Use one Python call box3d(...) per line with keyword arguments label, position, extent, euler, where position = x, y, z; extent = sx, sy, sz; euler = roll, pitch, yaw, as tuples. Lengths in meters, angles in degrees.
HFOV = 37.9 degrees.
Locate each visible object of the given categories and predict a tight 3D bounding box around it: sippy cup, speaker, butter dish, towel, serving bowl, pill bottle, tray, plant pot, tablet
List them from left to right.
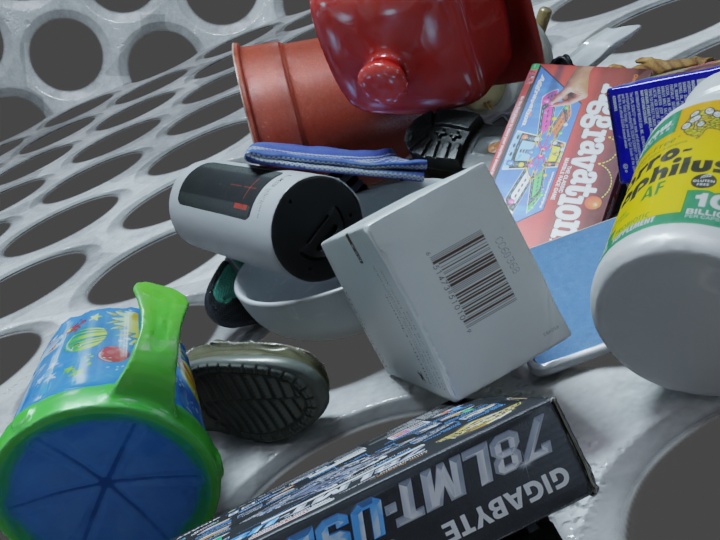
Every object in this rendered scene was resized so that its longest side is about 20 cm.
box3d(label="sippy cup", position=(-0.157, 0.095, 0.662), extent=(0.177, 0.140, 0.131), euler=(-29, 33, 10))
box3d(label="speaker", position=(-0.080, -0.043, 0.837), extent=(0.081, 0.082, 0.200), euler=(-33, 24, -23))
box3d(label="towel", position=(-0.026, -0.096, 0.892), extent=(0.144, 0.024, 0.200), euler=(4, 7, -6))
box3d(label="plant pot", position=(-0.017, -0.168, 1.121), extent=(0.194, 0.202, 0.201), euler=(-14, 21, 0))
box3d(label="serving bowl", position=(0.000, 0.000, 0.854), extent=(0.199, 0.066, 0.200), euler=(-20, 21, 8))
box3d(label="butter dish", position=(0.038, -0.203, 0.905), extent=(0.198, 0.201, 0.148), euler=(2, 49, 27))
box3d(label="tray", position=(0.172, -0.165, 0.994), extent=(0.200, 0.022, 0.107), euler=(-40, -2, 36))
box3d(label="tablet", position=(0.194, -0.002, 0.697), extent=(0.199, 0.014, 0.130), euler=(-20, 34, 7))
box3d(label="pill bottle", position=(0.211, -0.033, 0.613), extent=(0.112, 0.113, 0.200), euler=(-7, 35, 36))

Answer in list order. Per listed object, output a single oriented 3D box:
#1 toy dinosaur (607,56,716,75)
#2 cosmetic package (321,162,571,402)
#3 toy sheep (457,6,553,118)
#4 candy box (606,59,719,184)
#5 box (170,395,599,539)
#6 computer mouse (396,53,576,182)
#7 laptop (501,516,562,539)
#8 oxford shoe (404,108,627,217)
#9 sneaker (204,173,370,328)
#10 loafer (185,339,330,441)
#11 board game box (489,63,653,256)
box3d(label="toy dinosaur", position=(0.250, -0.175, 1.013), extent=(0.199, 0.061, 0.106), euler=(-30, 23, -15))
box3d(label="cosmetic package", position=(0.043, 0.008, 0.655), extent=(0.081, 0.113, 0.200), euler=(-28, 1, -10))
box3d(label="toy sheep", position=(0.150, -0.226, 1.143), extent=(0.137, 0.139, 0.200), euler=(-10, 13, 32))
box3d(label="candy box", position=(0.304, -0.123, 0.758), extent=(0.199, 0.078, 0.169), euler=(-6, 10, 35))
box3d(label="box", position=(-0.011, 0.120, 0.497), extent=(0.199, 0.050, 0.199), euler=(-25, -3, -10))
box3d(label="computer mouse", position=(0.122, -0.108, 0.954), extent=(0.199, 0.110, 0.044), euler=(-21, 4, 31))
box3d(label="laptop", position=(0.022, 0.187, 0.469), extent=(0.176, 0.104, 0.200), euler=(-25, -4, -4))
box3d(label="oxford shoe", position=(0.135, -0.076, 0.884), extent=(0.199, 0.085, 0.073), euler=(23, 63, 35))
box3d(label="sneaker", position=(-0.067, -0.007, 0.974), extent=(0.200, 0.074, 0.088), euler=(-41, -4, -27))
box3d(label="loafer", position=(-0.097, 0.076, 0.763), extent=(0.199, 0.076, 0.070), euler=(-6, 31, 38))
box3d(label="board game box", position=(0.154, -0.082, 0.815), extent=(0.102, 0.019, 0.201), euler=(9, 58, 26))
